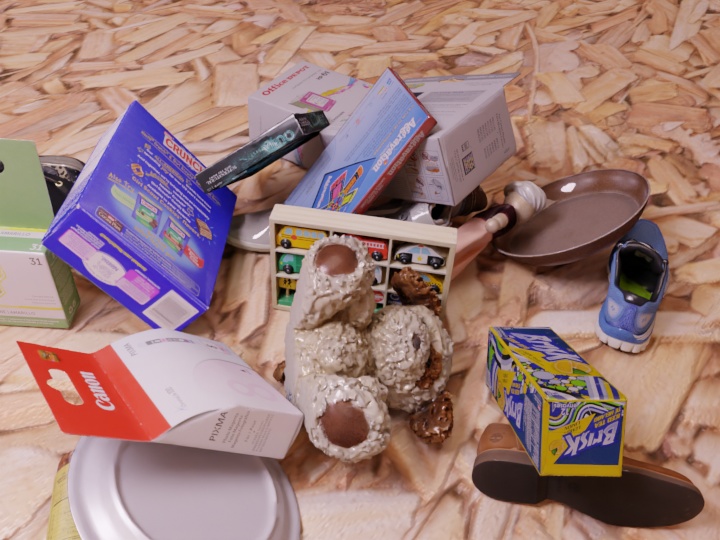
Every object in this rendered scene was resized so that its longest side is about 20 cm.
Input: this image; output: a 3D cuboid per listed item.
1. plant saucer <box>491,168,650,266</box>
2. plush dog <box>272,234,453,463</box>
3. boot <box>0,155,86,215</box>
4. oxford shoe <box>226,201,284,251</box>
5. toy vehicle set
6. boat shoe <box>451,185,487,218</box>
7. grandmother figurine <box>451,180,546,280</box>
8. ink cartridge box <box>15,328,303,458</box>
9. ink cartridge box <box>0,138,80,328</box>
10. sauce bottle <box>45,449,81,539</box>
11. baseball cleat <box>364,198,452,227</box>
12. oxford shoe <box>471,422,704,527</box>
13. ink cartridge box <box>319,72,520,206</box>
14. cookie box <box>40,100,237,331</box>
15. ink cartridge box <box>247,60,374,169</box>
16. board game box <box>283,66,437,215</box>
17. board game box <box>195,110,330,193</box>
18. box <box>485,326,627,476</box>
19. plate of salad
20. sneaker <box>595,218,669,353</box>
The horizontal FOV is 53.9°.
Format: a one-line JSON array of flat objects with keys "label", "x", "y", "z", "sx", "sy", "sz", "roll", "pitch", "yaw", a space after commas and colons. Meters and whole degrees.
[{"label": "plant saucer", "x": 0.255, "y": -0.061, "z": 0.864, "sx": 0.196, "sy": 0.033, "sz": 0.201, "roll": -23, "pitch": 22, "yaw": 10}, {"label": "plush dog", "x": 0.013, "y": 0.085, "z": 0.684, "sx": 0.167, "sy": 0.161, "sz": 0.206, "roll": 3, "pitch": 67, "yaw": -21}, {"label": "boot", "x": -0.435, "y": -0.071, "z": 0.854, "sx": 0.197, "sy": 0.075, "sz": 0.156, "roll": -4, "pitch": 44, "yaw": -9}, {"label": "oxford shoe", "x": -0.077, "y": -0.065, "z": 0.884, "sx": 0.193, "sy": 0.059, "sz": 0.076, "roll": -3, "pitch": 43, "yaw": -5}, {"label": "toy vehicle set", "x": 0.000, "y": 0.000, "z": 0.762, "sx": 0.194, "sy": 0.127, "sz": 0.027, "roll": 8, "pitch": 40, "yaw": 6}, {"label": "boat shoe", "x": 0.106, "y": -0.127, "z": 0.965, "sx": 0.070, "sy": 0.074, "sz": 0.202, "roll": 6, "pitch": 33, "yaw": -26}, {"label": "grandmother figurine", "x": 0.142, "y": -0.045, "z": 0.845, "sx": 0.197, "sy": 0.062, "sz": 0.121, "roll": -33, "pitch": 15, "yaw": -19}, {"label": "ink cartridge box", "x": -0.167, "y": 0.091, "z": 0.597, "sx": 0.198, "sy": 0.058, "sz": 0.161, "roll": 27, "pitch": 1, "yaw": -42}, {"label": "ink cartridge box", "x": -0.378, "y": -0.033, "z": 0.715, "sx": 0.141, "sy": 0.204, "sz": 0.049, "roll": 3, "pitch": 40, "yaw": 1}, {"label": "sauce bottle", "x": -0.208, "y": 0.233, "z": 0.534, "sx": 0.064, "sy": 0.067, "sz": 0.203, "roll": -6, "pitch": 44, "yaw": -11}, {"label": "baseball cleat", "x": 0.031, "y": -0.046, "z": 0.824, "sx": 0.199, "sy": 0.071, "sz": 0.106, "roll": -38, "pitch": 17, "yaw": -25}, {"label": "oxford shoe", "x": 0.200, "y": 0.171, "z": 0.627, "sx": 0.194, "sy": 0.073, "sz": 0.072, "roll": 11, "pitch": 36, "yaw": 11}, {"label": "ink cartridge box", "x": 0.081, "y": -0.165, "z": 0.859, "sx": 0.197, "sy": 0.086, "sz": 0.175, "roll": 13, "pitch": 43, "yaw": 45}, {"label": "cookie box", "x": -0.229, "y": -0.059, "z": 0.779, "sx": 0.074, "sy": 0.171, "sz": 0.203, "roll": -30, "pitch": 33, "yaw": 26}, {"label": "ink cartridge box", "x": -0.049, "y": -0.220, "z": 1.039, "sx": 0.196, "sy": 0.086, "sz": 0.145, "roll": 23, "pitch": 45, "yaw": 23}, {"label": "board game box", "x": -0.006, "y": -0.116, "z": 0.787, "sx": 0.019, "sy": 0.201, "sz": 0.104, "roll": 22, "pitch": 27, "yaw": -43}, {"label": "board game box", "x": -0.111, "y": -0.149, "z": 0.866, "sx": 0.133, "sy": 0.029, "sz": 0.200, "roll": -29, "pitch": 9, "yaw": 13}, {"label": "box", "x": 0.165, "y": 0.107, "z": 0.632, "sx": 0.068, "sy": 0.066, "sz": 0.200, "roll": 1, "pitch": 12, "yaw": -2}, {"label": "plate of salad", "x": -0.140, "y": 0.187, "z": 0.574, "sx": 0.196, "sy": 0.049, "sz": 0.202, "roll": 28, "pitch": 26, "yaw": -15}, {"label": "sneaker", "x": 0.325, "y": -0.001, "z": 0.812, "sx": 0.077, "sy": 0.091, "sz": 0.201, "roll": 17, "pitch": 43, "yaw": 14}]
